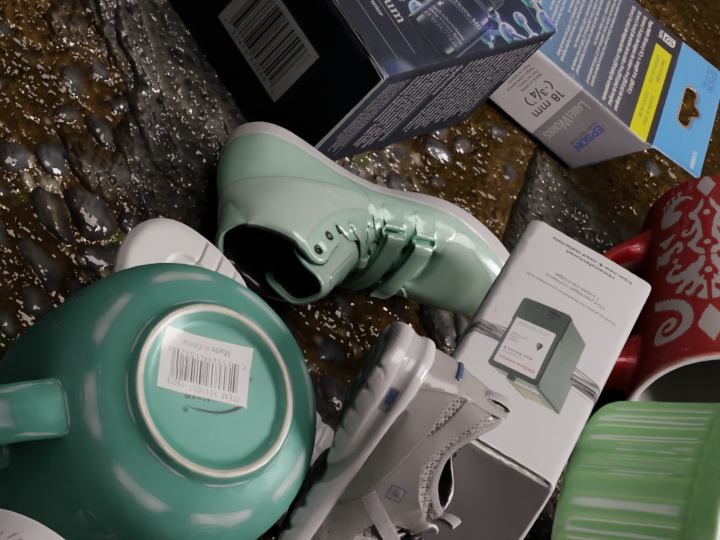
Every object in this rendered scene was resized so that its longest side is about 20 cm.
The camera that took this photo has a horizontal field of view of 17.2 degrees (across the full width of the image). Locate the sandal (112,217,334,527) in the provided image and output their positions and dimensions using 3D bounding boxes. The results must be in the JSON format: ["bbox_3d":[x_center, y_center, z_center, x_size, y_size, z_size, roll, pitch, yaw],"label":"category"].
[{"bbox_3d":[-0.078,0.068,1.308,0.082,0.050,0.203,-36,96,-37],"label":"sandal"}]

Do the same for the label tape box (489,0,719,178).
[{"bbox_3d":[0.158,-0.147,1.701,0.200,0.063,0.144,39,38,-12],"label":"label tape box"}]

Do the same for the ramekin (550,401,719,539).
[{"bbox_3d":[0.175,0.167,1.351,0.200,0.097,0.201,5,90,-68],"label":"ramekin"}]

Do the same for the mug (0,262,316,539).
[{"bbox_3d":[-0.108,0.081,1.181,0.185,0.114,0.152,-39,96,-36],"label":"mug"}]

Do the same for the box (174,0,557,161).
[{"bbox_3d":[0.004,-0.167,1.535,0.200,0.107,0.149,-21,73,-51],"label":"box"}]

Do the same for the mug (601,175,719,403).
[{"bbox_3d":[0.222,0.027,1.564,0.177,0.133,0.200,34,37,-20],"label":"mug"}]

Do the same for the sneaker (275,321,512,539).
[{"bbox_3d":[0.008,0.124,1.213,0.082,0.200,0.075,26,34,-2],"label":"sneaker"}]

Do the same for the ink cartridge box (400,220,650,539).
[{"bbox_3d":[0.074,0.090,1.340,0.084,0.146,0.200,30,39,3],"label":"ink cartridge box"}]

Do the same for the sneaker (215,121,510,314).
[{"bbox_3d":[-0.001,0.000,1.412,0.200,0.074,0.118,25,36,-13],"label":"sneaker"}]

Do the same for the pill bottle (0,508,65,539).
[{"bbox_3d":[-0.197,0.200,1.016,0.120,0.120,0.200,47,37,-1],"label":"pill bottle"}]
